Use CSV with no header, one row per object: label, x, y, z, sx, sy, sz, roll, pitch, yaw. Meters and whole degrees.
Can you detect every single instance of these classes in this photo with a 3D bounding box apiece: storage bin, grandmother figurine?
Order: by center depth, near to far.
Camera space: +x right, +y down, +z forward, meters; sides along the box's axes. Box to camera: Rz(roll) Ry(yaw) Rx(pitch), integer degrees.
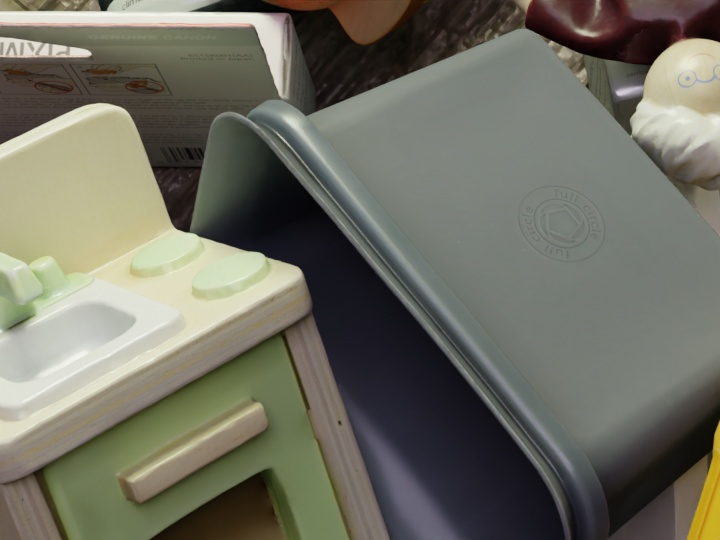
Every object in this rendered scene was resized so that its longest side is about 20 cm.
storage bin,0.050,0.019,0.779,0.134,0.146,0.200,-28,67,-26
grandmother figurine,0.109,-0.123,0.815,0.120,0.061,0.202,-18,70,12

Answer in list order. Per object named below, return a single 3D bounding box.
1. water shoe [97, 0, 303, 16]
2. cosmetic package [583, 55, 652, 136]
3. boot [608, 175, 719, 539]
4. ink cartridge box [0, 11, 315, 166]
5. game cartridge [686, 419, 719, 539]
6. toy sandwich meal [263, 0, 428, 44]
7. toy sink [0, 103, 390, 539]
water shoe,-0.025,-0.160,0.944,0.199,0.072,0.079,-21,72,-1
cosmetic package,0.124,-0.151,0.907,0.080,0.113,0.202,-12,72,2
boot,0.147,0.052,0.865,0.090,0.073,0.202,13,73,-26
ink cartridge box,-0.126,-0.087,0.879,0.198,0.174,0.044,1,74,6
game cartridge,0.154,0.104,0.755,0.032,0.176,0.202,11,76,30
toy sandwich meal,-0.028,-0.194,0.848,0.070,0.206,0.206,-27,71,-30
toy sink,-0.083,0.058,0.759,0.130,0.112,0.201,-29,113,-26
